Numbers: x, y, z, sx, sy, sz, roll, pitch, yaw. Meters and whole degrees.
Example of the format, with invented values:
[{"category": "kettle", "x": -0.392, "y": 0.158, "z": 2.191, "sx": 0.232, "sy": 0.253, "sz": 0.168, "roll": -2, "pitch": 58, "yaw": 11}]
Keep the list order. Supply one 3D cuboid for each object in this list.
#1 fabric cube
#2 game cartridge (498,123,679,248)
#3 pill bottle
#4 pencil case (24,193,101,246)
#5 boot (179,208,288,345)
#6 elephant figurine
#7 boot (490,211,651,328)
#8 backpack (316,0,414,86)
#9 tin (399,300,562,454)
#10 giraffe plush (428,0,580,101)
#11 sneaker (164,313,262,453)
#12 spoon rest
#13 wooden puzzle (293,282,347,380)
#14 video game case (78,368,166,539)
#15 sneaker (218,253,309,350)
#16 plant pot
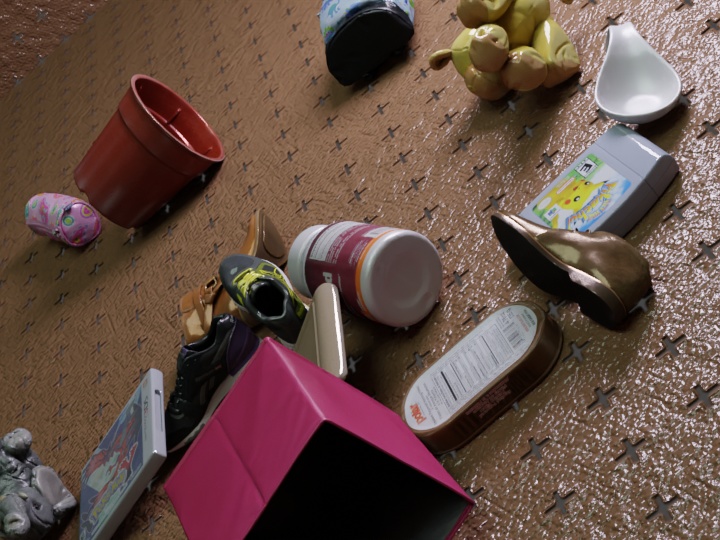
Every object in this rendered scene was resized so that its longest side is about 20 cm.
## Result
[{"category": "fabric cube", "x": -0.047, "y": 0.222, "z": 1.389, "sx": 0.201, "sy": 0.196, "sz": 0.199, "roll": -56, "pitch": 29, "yaw": 5}, {"category": "game cartridge", "x": 0.252, "y": -0.071, "z": 1.566, "sx": 0.200, "sy": 0.040, "sz": 0.133, "roll": -44, "pitch": 33, "yaw": 3}, {"category": "pill bottle", "x": 0.000, "y": 0.000, "z": 1.722, "sx": 0.114, "sy": 0.114, "sz": 0.199, "roll": -54, "pitch": 30, "yaw": -16}, {"category": "pencil case", "x": -0.547, "y": -0.094, "z": 2.578, "sx": 0.088, "sy": 0.087, "sz": 0.200, "roll": -53, "pitch": 30, "yaw": -13}, {"category": "boot", "x": -0.183, "y": 0.011, "z": 1.977, "sx": 0.154, "sy": 0.074, "sz": 0.201, "roll": -27, "pitch": 37, "yaw": 21}, {"category": "elephant figurine", "x": -0.458, "y": 0.323, "z": 1.909, "sx": 0.200, "sy": 0.154, "sz": 0.142, "roll": 42, "pitch": 124, "yaw": 36}, {"category": "boot", "x": 0.220, "y": -0.016, "z": 1.482, "sx": 0.075, "sy": 0.074, "sz": 0.200, "roll": -41, "pitch": 50, "yaw": -15}, {"category": "backpack", "x": 0.012, "y": -0.411, "z": 2.220, "sx": 0.163, "sy": 0.154, "sz": 0.200, "roll": -34, "pitch": 18, "yaw": 33}, {"category": "tin", "x": 0.125, "y": 0.111, "z": 1.501, "sx": 0.200, "sy": 0.042, "sz": 0.112, "roll": -41, "pitch": 25, "yaw": 8}, {"category": "giraffe plush", "x": 0.175, "y": -0.294, "z": 1.850, "sx": 0.162, "sy": 0.172, "sz": 0.201, "roll": -44, "pitch": 31, "yaw": 51}, {"category": "sneaker", "x": -0.221, "y": 0.143, "z": 1.855, "sx": 0.200, "sy": 0.088, "sz": 0.076, "roll": -51, "pitch": 30, "yaw": -8}, {"category": "spoon rest", "x": 0.315, "y": -0.234, "z": 1.651, "sx": 0.099, "sy": 0.061, "sz": 0.201, "roll": -12, "pitch": 35, "yaw": 8}, {"category": "wooden puzzle", "x": -0.061, "y": 0.142, "z": 1.647, "sx": 0.186, "sy": 0.037, "sz": 0.201, "roll": -98, "pitch": 30, "yaw": -54}, {"category": "video game case", "x": -0.312, "y": 0.254, "z": 1.844, "sx": 0.201, "sy": 0.023, "sz": 0.183, "roll": -55, "pitch": 25, "yaw": 22}, {"category": "sneaker", "x": -0.125, "y": 0.025, "z": 1.831, "sx": 0.075, "sy": 0.085, "sz": 0.200, "roll": -48, "pitch": 50, "yaw": -6}, {"category": "plant pot", "x": -0.366, "y": -0.187, "z": 2.371, "sx": 0.195, "sy": 0.200, "sz": 0.201, "roll": -45, "pitch": 28, "yaw": 16}]
